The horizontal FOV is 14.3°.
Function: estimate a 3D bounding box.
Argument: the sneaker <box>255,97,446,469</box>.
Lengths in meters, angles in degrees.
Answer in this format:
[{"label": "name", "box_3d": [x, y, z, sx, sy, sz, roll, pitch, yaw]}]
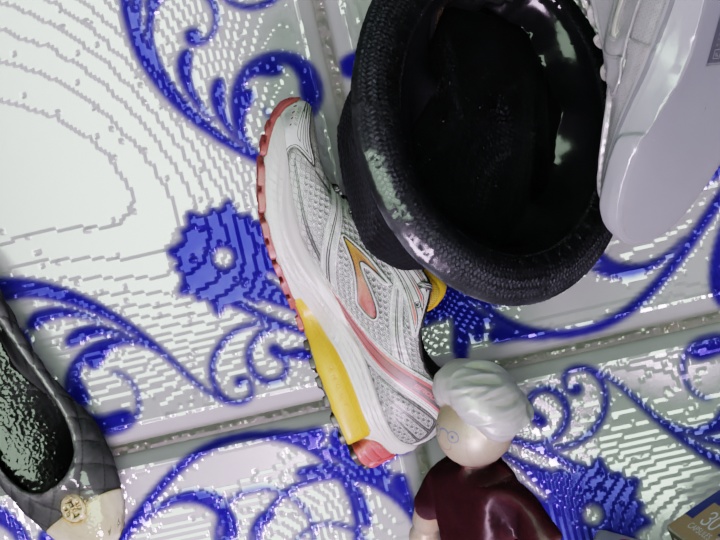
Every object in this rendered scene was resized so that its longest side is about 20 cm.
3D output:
[{"label": "sneaker", "box_3d": [0.000, 0.000, 1.533, 0.082, 0.078, 0.200, -21, 99, 5]}]

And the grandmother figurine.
[{"label": "grandmother figurine", "box_3d": [0.063, 0.143, 1.505, 0.121, 0.060, 0.201, 10, 110, 39]}]

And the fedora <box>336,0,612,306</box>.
[{"label": "fedora", "box_3d": [0.048, -0.068, 1.486, 0.092, 0.200, 0.201, -24, 89, 49]}]

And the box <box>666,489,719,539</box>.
[{"label": "box", "box_3d": [0.265, 0.104, 1.441, 0.200, 0.121, 0.032, -31, 114, -13]}]

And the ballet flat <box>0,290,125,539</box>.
[{"label": "ballet flat", "box_3d": [-0.196, 0.071, 1.569, 0.066, 0.057, 0.200, -34, 88, 10]}]

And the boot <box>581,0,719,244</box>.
[{"label": "boot", "box_3d": [0.146, -0.121, 1.460, 0.096, 0.073, 0.200, 35, 114, 41]}]

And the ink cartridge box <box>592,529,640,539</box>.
[{"label": "ink cartridge box", "box_3d": [0.201, 0.188, 1.444, 0.196, 0.200, 0.043, 16, 96, 7]}]
